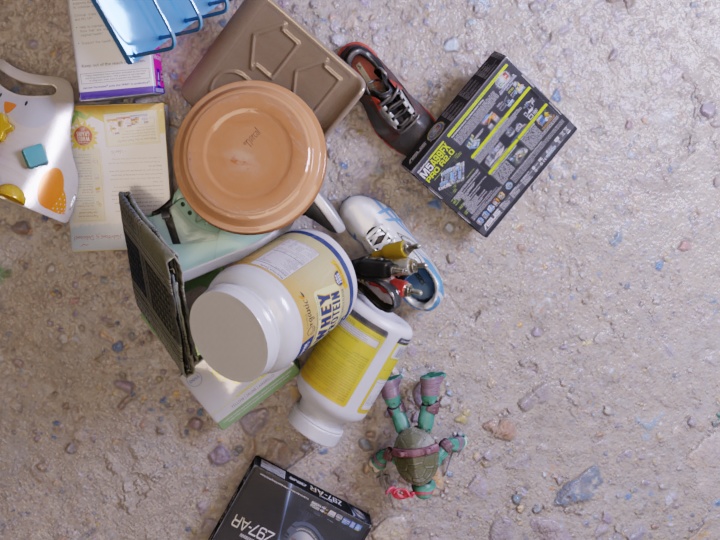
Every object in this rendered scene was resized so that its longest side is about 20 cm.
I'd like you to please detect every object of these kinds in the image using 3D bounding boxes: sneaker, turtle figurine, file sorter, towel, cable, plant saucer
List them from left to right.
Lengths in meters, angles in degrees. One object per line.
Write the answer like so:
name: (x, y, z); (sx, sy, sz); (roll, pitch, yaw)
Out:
towel: (-0.261, 0.016, 1.276); (0.034, 0.200, 0.194); (-18, 128, -24)
file sorter: (-0.221, -0.370, 1.203); (0.200, 0.122, 0.139); (-45, 121, -31)
sneaker: (-0.191, -0.073, 1.330); (0.199, 0.074, 0.119); (-25, 108, -12)
plant saucer: (-0.142, -0.147, 1.254); (0.198, 0.032, 0.202); (0, 83, 2)
sneaker: (-0.116, -0.097, 1.299); (0.200, 0.071, 0.099); (43, 91, 2)
cable: (0.000, 0.000, 1.351); (0.199, 0.050, 0.098); (9, 105, 36)
sneaker: (0.038, -0.224, 1.330); (0.077, 0.082, 0.200); (-44, 98, 5)
sneaker: (0.047, -0.027, 1.369); (0.072, 0.072, 0.200); (-41, 98, 6)
turtle figurine: (0.084, 0.251, 1.407); (0.148, 0.101, 0.202); (-6, 94, -2)

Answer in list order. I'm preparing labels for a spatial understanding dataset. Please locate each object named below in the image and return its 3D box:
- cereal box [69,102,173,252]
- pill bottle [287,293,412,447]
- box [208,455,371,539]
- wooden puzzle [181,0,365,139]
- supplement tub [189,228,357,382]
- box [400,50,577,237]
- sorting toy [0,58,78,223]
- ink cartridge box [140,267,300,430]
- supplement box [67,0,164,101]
cereal box: (-0.332, -0.128, 1.349); (0.143, 0.040, 0.202); (-2, 100, -2)
pill bottle: (-0.020, 0.141, 1.372); (0.112, 0.112, 0.201); (30, 97, -7)
box: (-0.107, 0.391, 1.443); (0.199, 0.044, 0.161); (30, 96, -7)
wooden puzzle: (-0.117, -0.248, 1.322); (0.200, 0.046, 0.185); (41, 112, -4)
supplement tub: (-0.109, 0.043, 1.252); (0.144, 0.200, 0.145); (15, 120, 27)
box: (0.178, -0.170, 1.342); (0.160, 0.044, 0.200); (37, 96, -26)
sorting toy: (-0.466, -0.183, 1.296); (0.199, 0.107, 0.181); (17, 83, 7)
ink cartridge box: (-0.200, 0.105, 1.392); (0.145, 0.048, 0.200); (-37, 102, 4)
supplement box: (-0.324, -0.328, 1.286); (0.102, 0.101, 0.202); (-7, 100, -2)
